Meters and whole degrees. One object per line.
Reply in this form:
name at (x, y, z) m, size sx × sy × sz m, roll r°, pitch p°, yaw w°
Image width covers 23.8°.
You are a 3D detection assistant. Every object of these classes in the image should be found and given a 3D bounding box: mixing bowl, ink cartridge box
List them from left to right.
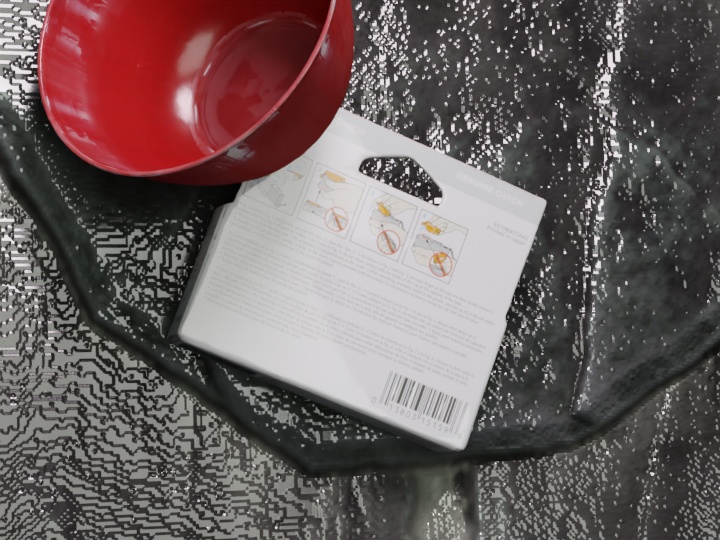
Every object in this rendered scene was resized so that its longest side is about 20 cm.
mixing bowl at (-0.080, -0.129, 1.018) m, size 0.199 × 0.108 × 0.201 m, roll -10°, pitch 66°, yaw 23°
ink cartridge box at (0.000, 0.000, 1.088) m, size 0.199 × 0.044 × 0.174 m, roll 23°, pitch 77°, yaw -14°
